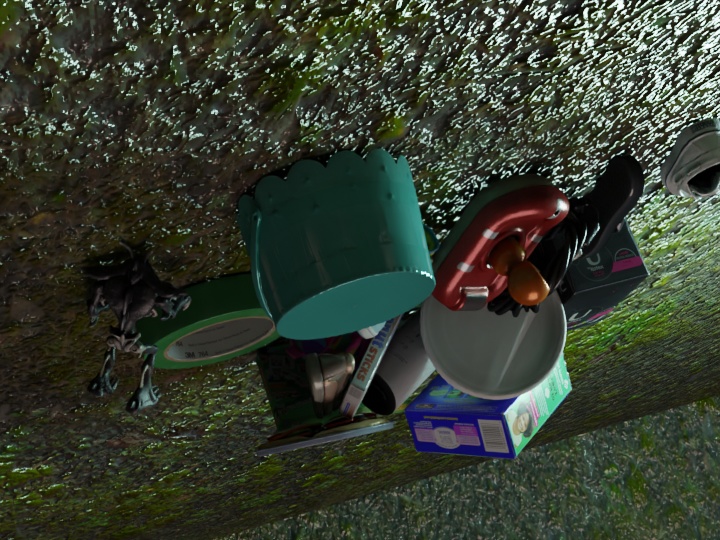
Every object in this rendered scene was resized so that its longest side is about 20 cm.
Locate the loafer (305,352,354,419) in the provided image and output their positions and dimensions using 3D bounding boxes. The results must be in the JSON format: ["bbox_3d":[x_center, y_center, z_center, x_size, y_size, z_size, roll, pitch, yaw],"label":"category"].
[{"bbox_3d":[-0.037,0.151,1.650,0.062,0.073,0.200,-12,164,-4],"label":"loafer"}]

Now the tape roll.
[{"bbox_3d":[-0.180,0.066,1.558,0.198,0.049,0.201,-16,162,-5],"label":"tape roll"}]

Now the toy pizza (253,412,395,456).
[{"bbox_3d":[-0.050,0.219,1.689,0.197,0.032,0.200,-11,173,-2],"label":"toy pizza"}]

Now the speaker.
[{"bbox_3d":[0.074,0.118,1.769,0.200,0.081,0.081,-42,-179,-39],"label":"speaker"}]

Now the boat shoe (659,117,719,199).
[{"bbox_3d":[0.419,-0.121,1.550,0.073,0.066,0.200,-20,162,6],"label":"boat shoe"}]

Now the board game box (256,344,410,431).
[{"bbox_3d":[-0.041,0.160,1.808,0.197,0.136,0.029,-6,138,-18],"label":"board game box"}]

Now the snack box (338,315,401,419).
[{"bbox_3d":[0.023,0.101,1.654,0.024,0.201,0.072,24,140,4],"label":"snack box"}]

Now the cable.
[{"bbox_3d":[0.221,-0.007,1.585,0.051,0.165,0.199,35,154,-19],"label":"cable"}]

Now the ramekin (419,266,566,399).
[{"bbox_3d":[0.176,0.082,1.703,0.200,0.205,0.094,-15,166,-7],"label":"ramekin"}]

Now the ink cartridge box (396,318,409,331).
[{"bbox_3d":[0.140,0.096,1.882,0.197,0.095,0.037,-19,129,1],"label":"ink cartridge box"}]

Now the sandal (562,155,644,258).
[{"bbox_3d":[0.312,-0.074,1.568,0.042,0.077,0.200,-8,160,-21],"label":"sandal"}]

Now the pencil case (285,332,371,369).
[{"bbox_3d":[-0.033,0.094,1.731,0.088,0.089,0.200,-24,161,19],"label":"pencil case"}]

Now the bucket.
[{"bbox_3d":[-0.023,-0.022,1.305,0.204,0.136,0.208,-15,161,-5],"label":"bucket"}]

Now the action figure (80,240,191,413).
[{"bbox_3d":[-0.249,0.048,1.354,0.117,0.102,0.202,12,116,-4],"label":"action figure"}]

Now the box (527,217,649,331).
[{"bbox_3d":[0.304,0.009,1.760,0.121,0.107,0.200,-14,162,-15],"label":"box"}]

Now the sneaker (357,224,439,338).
[{"bbox_3d":[0.039,0.008,1.502,0.129,0.080,0.201,-19,150,1],"label":"sneaker"}]

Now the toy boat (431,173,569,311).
[{"bbox_3d":[0.179,-0.014,1.480,0.130,0.131,0.201,0,132,-47],"label":"toy boat"}]

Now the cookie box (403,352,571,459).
[{"bbox_3d":[0.188,0.186,1.801,0.169,0.076,0.200,-2,-156,36],"label":"cookie box"}]
